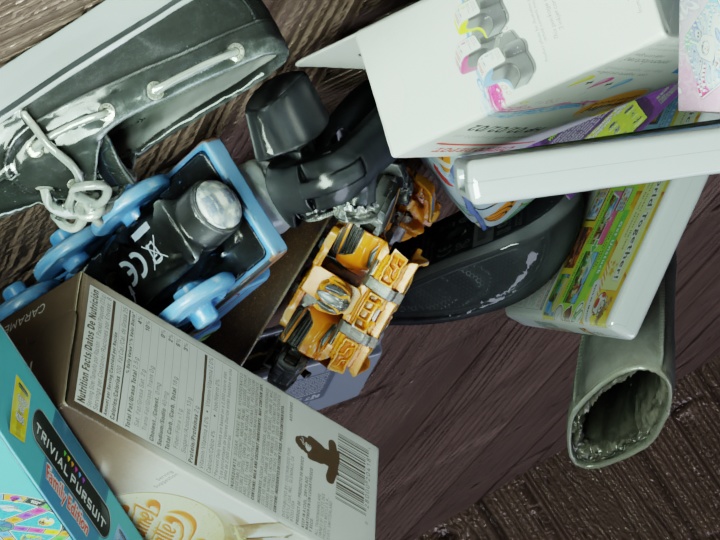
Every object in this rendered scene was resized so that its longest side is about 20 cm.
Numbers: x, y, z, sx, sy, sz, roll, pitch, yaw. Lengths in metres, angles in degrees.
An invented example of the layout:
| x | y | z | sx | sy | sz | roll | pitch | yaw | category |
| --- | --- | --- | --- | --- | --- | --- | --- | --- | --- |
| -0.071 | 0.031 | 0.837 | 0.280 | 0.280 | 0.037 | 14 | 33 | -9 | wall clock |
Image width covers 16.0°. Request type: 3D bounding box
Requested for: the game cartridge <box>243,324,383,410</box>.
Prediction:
| x | y | z | sx | sy | sz | roll | pitch | yaw | category |
| --- | --- | --- | --- | --- | --- | --- | --- | --- | --- |
| -0.089 | 0.079 | 1.679 | 0.199 | 0.041 | 0.133 | -14 | 160 | -16 | game cartridge |

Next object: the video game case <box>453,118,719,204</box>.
| x | y | z | sx | sy | sz | roll | pitch | yaw | category |
| --- | --- | --- | --- | --- | --- | --- | --- | --- | --- |
| 0.144 | -0.055 | 1.167 | 0.198 | 0.022 | 0.182 | -7 | -177 | 1 | video game case |

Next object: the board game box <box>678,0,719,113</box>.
| x | y | z | sx | sy | sz | roll | pitch | yaw | category |
| --- | --- | --- | --- | --- | --- | --- | --- | --- | --- |
| 0.203 | -0.178 | 1.180 | 0.043 | 0.201 | 0.200 | 3 | -172 | 30 | board game box |

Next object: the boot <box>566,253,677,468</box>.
| x | y | z | sx | sy | sz | roll | pitch | yaw | category |
| --- | --- | --- | --- | --- | --- | --- | --- | --- | --- |
| 0.156 | 0.045 | 1.615 | 0.072 | 0.201 | 0.182 | 12 | 139 | -10 | boot |

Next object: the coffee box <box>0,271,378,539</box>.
| x | y | z | sx | sy | sz | roll | pitch | yaw | category |
| --- | --- | --- | --- | --- | --- | --- | --- | --- | --- |
| -0.100 | 0.096 | 1.256 | 0.199 | 0.080 | 0.114 | 32 | 134 | -32 | coffee box |

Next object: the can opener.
| x | y | z | sx | sy | sz | roll | pitch | yaw | category |
| --- | --- | --- | --- | --- | --- | --- | --- | --- | --- |
| 0.002 | -0.073 | 1.297 | 0.063 | 0.079 | 0.200 | -4 | -166 | 23 | can opener |

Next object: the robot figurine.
| x | y | z | sx | sy | sz | roll | pitch | yaw | category |
| --- | --- | --- | --- | --- | --- | --- | --- | --- | --- |
| 0.000 | 0.000 | 1.438 | 0.146 | 0.058 | 0.200 | -61 | -178 | 12 | robot figurine |

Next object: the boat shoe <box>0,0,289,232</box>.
| x | y | z | sx | sy | sz | roll | pitch | yaw | category |
| --- | --- | --- | --- | --- | --- | --- | --- | --- | --- |
| -0.120 | -0.054 | 1.071 | 0.199 | 0.068 | 0.074 | -33 | 168 | -1 | boat shoe |

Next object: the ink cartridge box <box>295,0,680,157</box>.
| x | y | z | sx | sy | sz | roll | pitch | yaw | category |
| --- | --- | --- | --- | --- | --- | --- | --- | --- | --- |
| 0.081 | -0.105 | 1.232 | 0.199 | 0.068 | 0.115 | -22 | 170 | 34 | ink cartridge box |

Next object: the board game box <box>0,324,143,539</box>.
| x | y | z | sx | sy | sz | roll | pitch | yaw | category |
| --- | --- | --- | --- | --- | --- | --- | --- | --- | --- |
| -0.198 | 0.107 | 1.174 | 0.150 | 0.047 | 0.200 | -7 | 140 | 17 | board game box |

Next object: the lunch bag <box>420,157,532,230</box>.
| x | y | z | sx | sy | sz | roll | pitch | yaw | category |
| --- | --- | --- | --- | --- | --- | --- | --- | --- | --- |
| 0.106 | -0.104 | 1.481 | 0.160 | 0.076 | 0.200 | -36 | 168 | 1 | lunch bag |

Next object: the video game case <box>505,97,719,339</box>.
| x | y | z | sx | sy | sz | roll | pitch | yaw | category |
| --- | --- | --- | --- | --- | --- | --- | --- | --- | --- |
| 0.167 | -0.055 | 1.568 | 0.201 | 0.023 | 0.182 | -65 | -165 | -6 | video game case |

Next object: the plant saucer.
| x | y | z | sx | sy | sz | roll | pitch | yaw | category |
| --- | --- | --- | --- | --- | --- | --- | --- | --- | --- |
| -0.071 | 0.028 | 1.459 | 0.201 | 0.034 | 0.200 | -57 | -178 | 3 | plant saucer |

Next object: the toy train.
| x | y | z | sx | sy | sz | roll | pitch | yaw | category |
| --- | --- | --- | --- | --- | --- | --- | --- | --- | --- |
| -0.108 | 0.005 | 1.310 | 0.114 | 0.087 | 0.200 | -28 | 171 | -49 | toy train |

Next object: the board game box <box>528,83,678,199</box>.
| x | y | z | sx | sy | sz | roll | pitch | yaw | category |
| --- | --- | --- | --- | --- | --- | --- | --- | --- | --- |
| 0.161 | -0.129 | 1.358 | 0.200 | 0.032 | 0.120 | -44 | 162 | 4 | board game box |

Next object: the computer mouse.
| x | y | z | sx | sy | sz | roll | pitch | yaw | category |
| --- | --- | --- | --- | --- | --- | --- | --- | --- | --- |
| 0.055 | 0.002 | 1.595 | 0.199 | 0.053 | 0.139 | -21 | -160 | 19 | computer mouse |
